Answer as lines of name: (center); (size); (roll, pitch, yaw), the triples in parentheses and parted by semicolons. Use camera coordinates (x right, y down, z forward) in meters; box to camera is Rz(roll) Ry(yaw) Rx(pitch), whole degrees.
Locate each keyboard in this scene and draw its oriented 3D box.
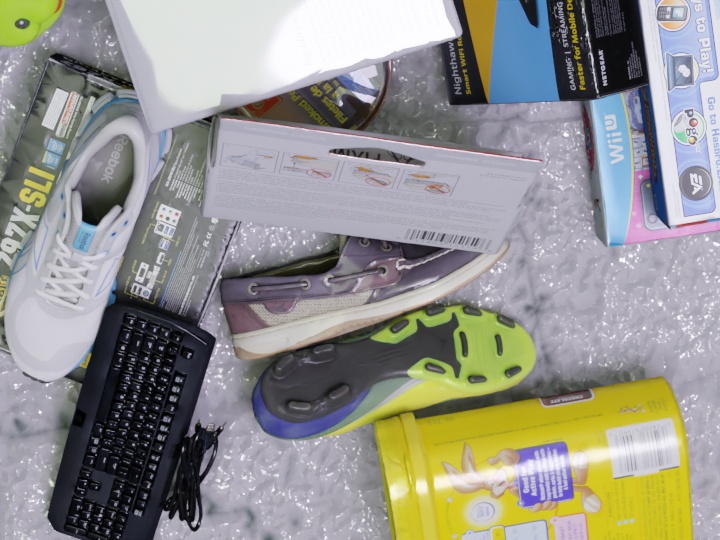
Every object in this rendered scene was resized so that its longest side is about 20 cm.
keyboard: (-0.144, 0.119, 1.494); (0.104, 0.040, 0.201); (15, 124, -5)

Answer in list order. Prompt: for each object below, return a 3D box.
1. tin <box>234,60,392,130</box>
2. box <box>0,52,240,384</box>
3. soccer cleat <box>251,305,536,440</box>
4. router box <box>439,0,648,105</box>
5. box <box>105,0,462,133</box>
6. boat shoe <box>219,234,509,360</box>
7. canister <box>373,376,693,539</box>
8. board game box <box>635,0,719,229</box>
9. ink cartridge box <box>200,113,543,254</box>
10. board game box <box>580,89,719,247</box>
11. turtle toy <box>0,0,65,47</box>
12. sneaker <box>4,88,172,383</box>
tin: (-0.067, -0.167, 1.488); (0.112, 0.042, 0.200); (-45, 98, 2)
box: (-0.168, -0.024, 1.504); (0.159, 0.049, 0.201); (21, 99, -2)
soccer cleat: (0.021, 0.071, 1.521); (0.199, 0.084, 0.065); (-11, 71, -17)
router box: (0.104, -0.209, 1.429); (0.051, 0.149, 0.201); (-16, 101, -35)
box: (-0.050, -0.175, 1.389); (0.199, 0.152, 0.107); (-17, 104, 1)
boat shoe: (0.000, 0.000, 1.501); (0.199, 0.072, 0.065); (-21, 102, 6)
canister: (0.118, 0.153, 1.506); (0.199, 0.087, 0.149); (-10, 124, -2)
board game box: (0.275, -0.142, 1.427); (0.195, 0.056, 0.201); (-8, 98, 0)
ink cartridge box: (0.004, -0.067, 1.392); (0.199, 0.174, 0.044); (7, 70, -5)
board game box: (0.249, -0.102, 1.492); (0.199, 0.064, 0.148); (-8, 99, 0)
turtle toy: (-0.271, -0.187, 1.328); (0.199, 0.101, 0.146); (15, 97, -7)
sneaker: (-0.182, -0.019, 1.439); (0.075, 0.087, 0.201); (19, 101, -6)
